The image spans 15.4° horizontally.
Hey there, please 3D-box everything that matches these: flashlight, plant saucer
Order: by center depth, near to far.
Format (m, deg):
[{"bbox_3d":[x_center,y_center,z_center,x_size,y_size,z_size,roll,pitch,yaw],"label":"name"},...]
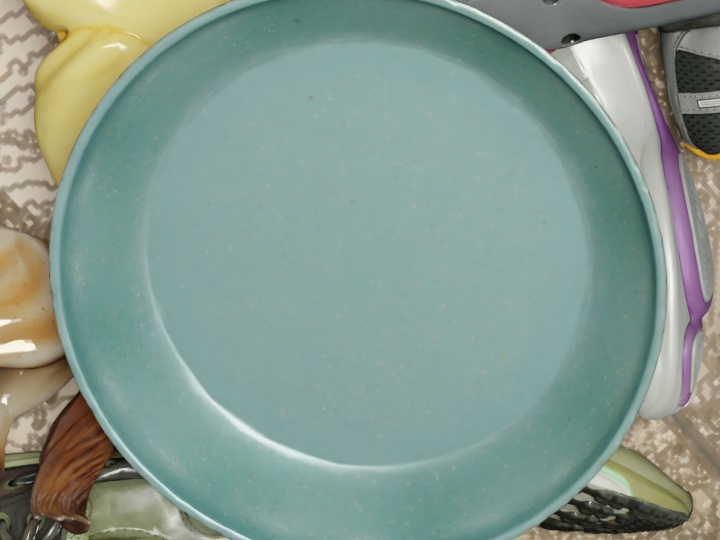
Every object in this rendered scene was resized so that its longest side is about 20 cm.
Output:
[{"bbox_3d":[0.090,-0.106,0.858,0.199,0.068,0.068,-12,100,19],"label":"flashlight"},{"bbox_3d":[0.000,0.000,0.864,0.199,0.036,0.201,3,110,8],"label":"plant saucer"}]

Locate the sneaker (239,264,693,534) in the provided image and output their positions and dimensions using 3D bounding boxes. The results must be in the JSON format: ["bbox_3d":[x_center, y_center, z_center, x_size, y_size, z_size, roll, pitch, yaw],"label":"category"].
[{"bbox_3d":[0.043,0.022,0.941,0.200,0.077,0.089,34,70,-11],"label":"sneaker"}]

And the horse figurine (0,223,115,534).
[{"bbox_3d":[-0.152,0.010,0.911,0.200,0.050,0.133,39,64,6],"label":"horse figurine"}]

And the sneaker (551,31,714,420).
[{"bbox_3d":[0.063,-0.038,0.935,0.099,0.075,0.201,-19,76,10],"label":"sneaker"}]

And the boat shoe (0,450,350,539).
[{"bbox_3d":[-0.098,0.097,0.920,0.200,0.066,0.072,-13,92,-7],"label":"boat shoe"}]

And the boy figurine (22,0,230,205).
[{"bbox_3d":[-0.066,-0.117,0.893,0.124,0.064,0.201,6,96,-5],"label":"boy figurine"}]

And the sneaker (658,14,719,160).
[{"bbox_3d":[0.200,-0.080,0.958,0.199,0.078,0.077,0,104,-4],"label":"sneaker"}]
